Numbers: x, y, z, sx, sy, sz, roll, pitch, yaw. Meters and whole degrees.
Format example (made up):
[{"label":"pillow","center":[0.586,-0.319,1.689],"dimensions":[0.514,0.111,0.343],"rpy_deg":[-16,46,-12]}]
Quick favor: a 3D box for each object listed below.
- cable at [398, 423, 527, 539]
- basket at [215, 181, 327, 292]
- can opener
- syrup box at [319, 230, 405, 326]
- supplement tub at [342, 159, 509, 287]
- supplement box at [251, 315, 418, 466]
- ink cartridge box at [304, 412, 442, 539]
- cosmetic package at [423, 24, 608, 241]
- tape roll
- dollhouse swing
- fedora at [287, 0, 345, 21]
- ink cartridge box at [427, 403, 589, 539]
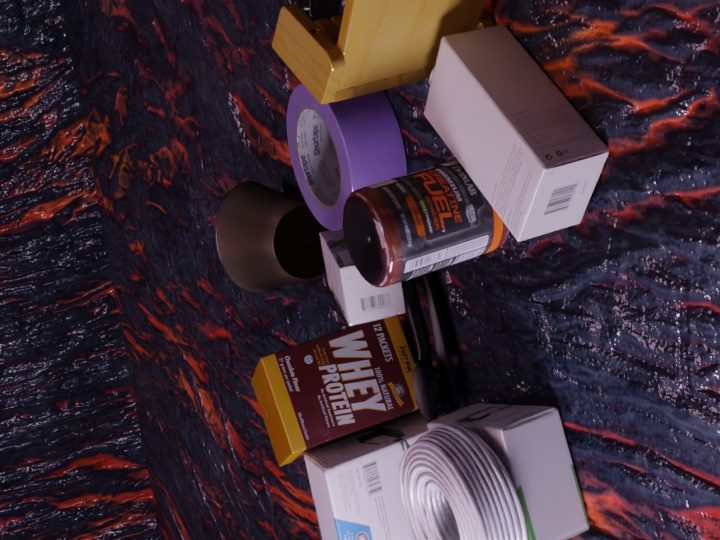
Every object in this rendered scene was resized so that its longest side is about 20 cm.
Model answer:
[{"label":"cable","center":[0.116,0.277,1.369],"dimensions":[0.200,0.068,0.202],"rpy_deg":[52,149,41]},{"label":"basket","center":[-0.128,-0.047,1.857],"dimensions":[0.199,0.134,0.183],"rpy_deg":[9,108,61]},{"label":"can opener","center":[0.093,0.092,1.536],"dimensions":[0.079,0.062,0.204],"rpy_deg":[-9,-87,-87]},{"label":"syrup box","center":[0.000,0.000,1.589],"dimensions":[0.200,0.077,0.083],"rpy_deg":[-123,23,-73]},{"label":"supplement tub","center":[0.087,-0.059,1.261],"dimensions":[0.107,0.198,0.108],"rpy_deg":[46,145,45]},{"label":"supplement box","center":[-0.034,0.169,1.654],"dimensions":[0.197,0.197,0.135],"rpy_deg":[123,128,-73]},{"label":"ink cartridge box","center":[0.039,0.294,1.609],"dimensions":[0.084,0.197,0.147],"rpy_deg":[16,121,65]},{"label":"cosmetic package","center":[0.152,-0.143,1.203],"dimensions":[0.201,0.084,0.108],"rpy_deg":[60,153,31]},{"label":"tape roll","center":[-0.021,-0.160,1.591],"dimensions":[0.200,0.084,0.202],"rpy_deg":[48,147,47]},{"label":"dollhouse swing","center":[0.027,-0.293,1.239],"dimensions":[0.182,0.197,0.178],"rpy_deg":[52,150,41]},{"label":"fedora","center":[-0.021,-0.343,1.455],"dimensions":[0.201,0.090,0.203],"rpy_deg":[46,145,47]},{"label":"ink cartridge box","center":[0.171,0.242,1.416],"dimensions":[0.200,0.083,0.147],"rpy_deg":[-12,94,68]}]
